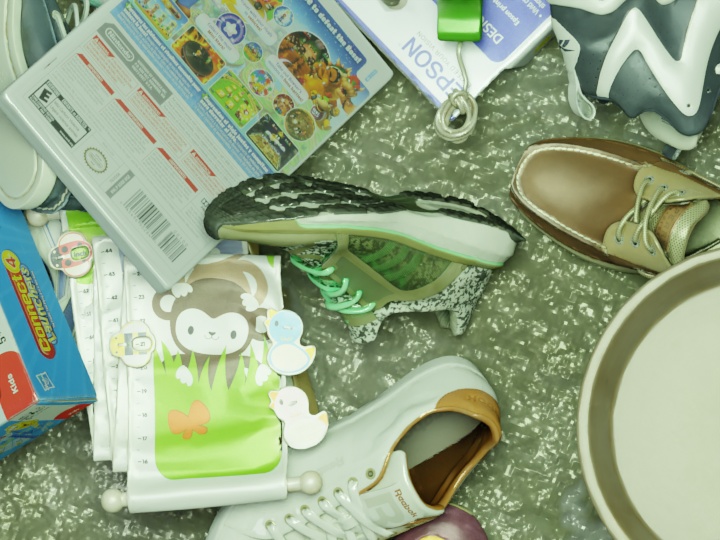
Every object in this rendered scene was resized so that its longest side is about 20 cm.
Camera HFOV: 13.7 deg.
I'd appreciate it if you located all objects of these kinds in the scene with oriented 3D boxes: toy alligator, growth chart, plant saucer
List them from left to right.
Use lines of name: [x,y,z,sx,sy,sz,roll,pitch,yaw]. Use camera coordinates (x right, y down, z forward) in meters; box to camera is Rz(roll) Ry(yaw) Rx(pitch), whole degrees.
growth chart: [-0.100,0.042,1.704,0.145,0.018,0.200,-14,81,4]
toy alligator: [0.057,-0.175,1.707,0.059,0.054,0.200,3,86,9]
plant saucer: [0.217,0.085,1.621,0.200,0.029,0.200,-1,81,8]

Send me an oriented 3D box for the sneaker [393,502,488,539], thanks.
sneaker: [0.022,0.227,1.693,0.075,0.090,0.200,18,87,11]

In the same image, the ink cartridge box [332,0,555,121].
ink cartridge box: [0.061,-0.222,1.760,0.200,0.047,0.198,-44,81,5]

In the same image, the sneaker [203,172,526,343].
sneaker: [0.000,0.000,1.694,0.200,0.077,0.089,7,103,-30]

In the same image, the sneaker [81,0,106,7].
sneaker: [-0.111,-0.209,1.756,0.200,0.078,0.140,29,103,10]

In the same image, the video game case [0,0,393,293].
video game case: [-0.091,-0.104,1.695,0.200,0.018,0.143,-45,100,-26]

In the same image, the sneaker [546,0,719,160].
sneaker: [0.202,-0.130,1.708,0.199,0.079,0.130,-7,104,-19]

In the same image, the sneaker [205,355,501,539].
sneaker: [-0.006,0.127,1.703,0.200,0.085,0.073,-39,113,4]

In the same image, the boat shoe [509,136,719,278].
boat shoe: [0.182,-0.026,1.702,0.200,0.074,0.076,21,88,11]

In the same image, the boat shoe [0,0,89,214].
boat shoe: [-0.189,-0.122,1.722,0.075,0.062,0.200,-43,55,35]

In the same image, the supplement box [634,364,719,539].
supplement box: [0.203,0.165,1.672,0.110,0.086,0.200,17,87,11]

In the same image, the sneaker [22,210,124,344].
sneaker: [-0.167,-0.046,1.762,0.088,0.075,0.200,-7,82,9]

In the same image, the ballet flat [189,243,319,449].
ballet flat: [-0.076,0.037,1.744,0.069,0.063,0.200,-20,81,7]

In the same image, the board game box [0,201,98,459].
board game box: [-0.271,0.030,1.736,0.196,0.056,0.200,-32,74,29]
